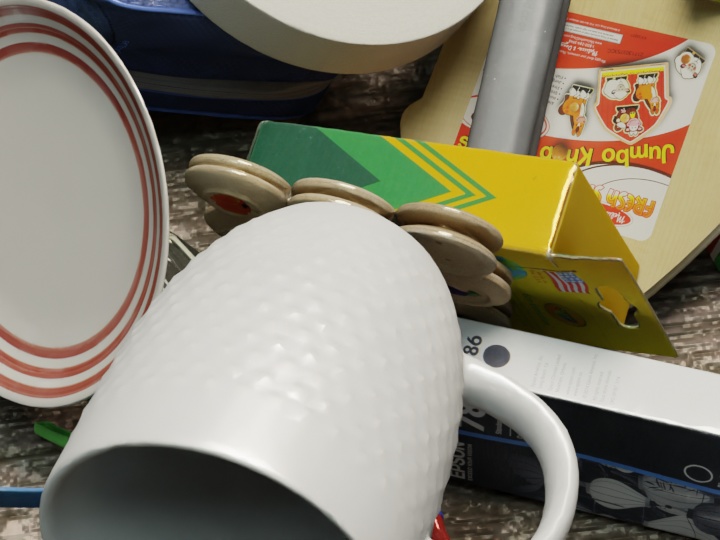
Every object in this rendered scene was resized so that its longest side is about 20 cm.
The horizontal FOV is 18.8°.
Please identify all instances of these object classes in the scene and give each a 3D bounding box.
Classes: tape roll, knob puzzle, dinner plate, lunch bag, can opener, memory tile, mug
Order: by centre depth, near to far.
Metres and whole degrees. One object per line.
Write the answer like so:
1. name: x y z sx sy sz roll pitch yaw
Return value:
1. mug: -0.007 0.070 0.898 0.199 0.148 0.176 21 46 5
2. memory tile: 0.000 0.000 1.043 0.153 0.200 0.017 14 72 11
3. dinner plate: -0.158 -0.033 1.063 0.200 0.200 0.024 45 33 25
4. tape roll: -0.017 -0.198 1.108 0.202 0.037 0.203 9 65 -20
5. can opener: 0.106 -0.135 1.117 0.067 0.053 0.201 12 85 12
6. knob puzzle: 0.110 -0.055 1.140 0.219 0.030 0.220 -7 72 24
7. lunch bag: -0.081 -0.162 1.164 0.199 0.132 0.136 5 67 -22

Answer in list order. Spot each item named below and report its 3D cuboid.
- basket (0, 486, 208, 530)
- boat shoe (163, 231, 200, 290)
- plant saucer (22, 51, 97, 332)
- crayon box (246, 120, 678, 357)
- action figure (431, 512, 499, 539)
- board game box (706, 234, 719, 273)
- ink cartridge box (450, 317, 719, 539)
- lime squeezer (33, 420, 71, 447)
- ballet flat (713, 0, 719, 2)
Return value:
1. basket: -0.100 0.173 0.973 0.199 0.139 0.177 3 54 -30
2. boat shoe: -0.108 0.016 1.124 0.064 0.071 0.200 -10 50 -44
3. plant saucer: -0.195 -0.062 1.125 0.031 0.200 0.200 -10 49 -49
4. crayon box: 0.053 -0.014 1.061 0.199 0.127 0.051 10 71 24
5. action figure: -0.002 0.073 1.021 0.065 0.052 0.200 -2 34 -32
6. board game box: 0.248 -0.052 1.141 0.153 0.040 0.200 -20 61 -6
7. ink cartridge box: 0.096 0.074 1.048 0.199 0.100 0.039 13 56 13
8. lime squeezer: -0.094 0.073 1.043 0.038 0.200 0.071 -28 87 -48
9. ballet flat: 0.159 -0.185 1.183 0.200 0.067 0.067 22 53 33
